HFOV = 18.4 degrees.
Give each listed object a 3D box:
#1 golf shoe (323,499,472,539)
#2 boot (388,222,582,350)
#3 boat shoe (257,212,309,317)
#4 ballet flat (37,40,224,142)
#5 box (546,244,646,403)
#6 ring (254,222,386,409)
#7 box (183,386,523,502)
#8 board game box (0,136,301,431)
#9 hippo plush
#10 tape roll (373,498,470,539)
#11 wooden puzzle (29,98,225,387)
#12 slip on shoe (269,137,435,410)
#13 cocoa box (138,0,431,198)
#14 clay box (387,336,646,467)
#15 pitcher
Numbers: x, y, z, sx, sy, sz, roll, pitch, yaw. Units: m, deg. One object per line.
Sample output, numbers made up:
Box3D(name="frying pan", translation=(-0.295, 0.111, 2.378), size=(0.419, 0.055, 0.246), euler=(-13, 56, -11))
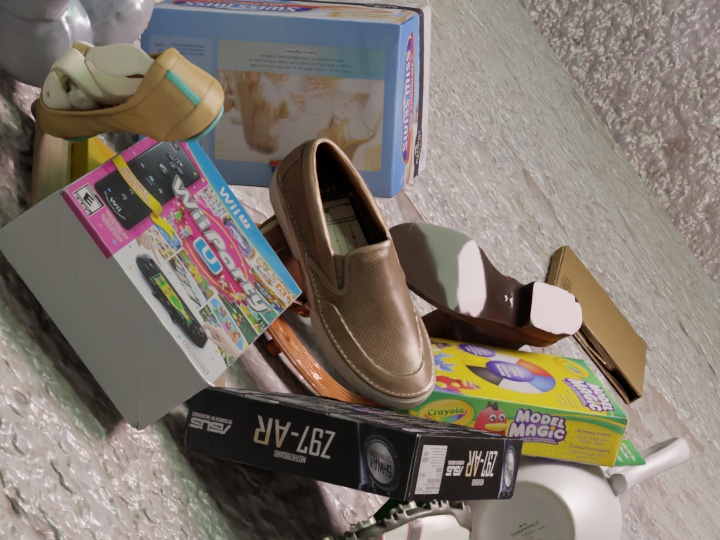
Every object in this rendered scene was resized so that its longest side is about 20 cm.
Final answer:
Box3D(name="golf shoe", translation=(-0.006, 0.195, 1.309), size=(0.200, 0.077, 0.088), euler=(-18, 79, -39))
Box3D(name="boot", translation=(0.054, 0.038, 1.788), size=(0.186, 0.200, 0.064), euler=(26, 64, -20))
Box3D(name="boat shoe", translation=(-0.039, -0.003, 1.651), size=(0.068, 0.072, 0.200), euler=(54, 14, 13))
Box3D(name="ballet flat", translation=(-0.159, -0.121, 1.405), size=(0.200, 0.069, 0.063), euler=(6, -34, 51))
Box3D(name="box", translation=(0.276, 0.060, 2.578), size=(0.164, 0.021, 0.200), euler=(52, 15, -6))
Box3D(name="ring", translation=(-0.037, 0.048, 1.716), size=(0.201, 0.019, 0.201), euler=(49, 15, -18))
Box3D(name="box", translation=(-0.001, 0.113, 1.451), size=(0.160, 0.044, 0.200), euler=(10, -1, 23))
Box3D(name="board game box", translation=(-0.128, -0.003, 1.392), size=(0.148, 0.064, 0.200), euler=(55, 20, -5))
Box3D(name="hippo plush", translation=(-0.202, -0.189, 1.486), size=(0.159, 0.200, 0.161), euler=(33, -30, 41))
Box3D(name="tape roll", translation=(0.085, 0.229, 1.487), size=(0.200, 0.048, 0.200), euler=(44, -7, 7))
Box3D(name="wooden puzzle", translation=(-0.150, -0.014, 1.491), size=(0.185, 0.037, 0.200), euler=(43, 18, -31))
Box3D(name="slip on shoe", translation=(0.000, 0.000, 1.549), size=(0.076, 0.061, 0.201), euler=(-13, 73, -30))
Box3D(name="cocoa box", translation=(-0.056, -0.134, 1.662), size=(0.131, 0.199, 0.134), euler=(-45, 138, -74))
Box3D(name="clay box", translation=(0.117, 0.099, 1.704), size=(0.199, 0.048, 0.115), euler=(8, 19, -17))
Box3D(name="pitcher", translation=(0.172, 0.181, 1.745), size=(0.122, 0.171, 0.200), euler=(61, 16, 7))
